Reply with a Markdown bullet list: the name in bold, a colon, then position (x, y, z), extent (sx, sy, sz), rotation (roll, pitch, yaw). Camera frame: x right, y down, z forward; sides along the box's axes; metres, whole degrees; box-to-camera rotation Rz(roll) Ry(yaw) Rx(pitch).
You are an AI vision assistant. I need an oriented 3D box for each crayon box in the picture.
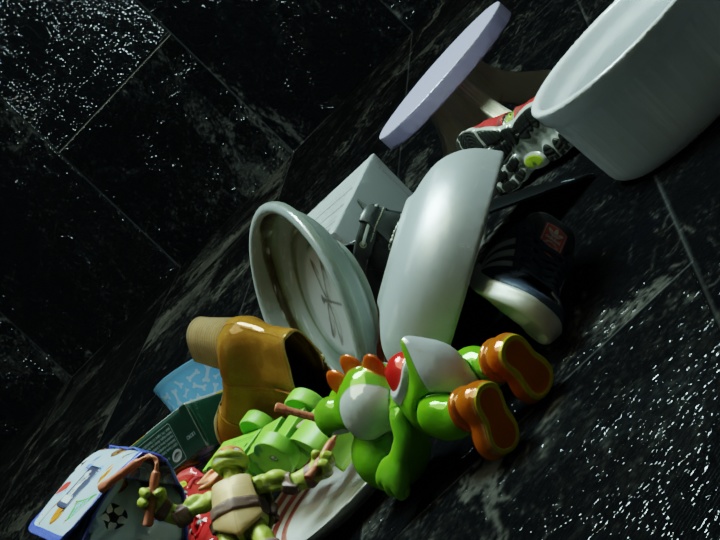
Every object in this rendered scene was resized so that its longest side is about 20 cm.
- **crayon box**: position (-0.124, 0.152, 1.832), extent (0.200, 0.052, 0.126), rotation (-18, -16, -48)

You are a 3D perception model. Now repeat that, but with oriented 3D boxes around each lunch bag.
- **lunch bag**: position (-0.213, 0.248, 1.571), extent (0.170, 0.123, 0.201), rotation (170, 110, -70)

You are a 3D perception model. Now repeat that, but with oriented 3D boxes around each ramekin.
- **ramekin**: position (0.246, -0.169, 1.562), extent (0.200, 0.098, 0.201), rotation (-45, 11, 11)

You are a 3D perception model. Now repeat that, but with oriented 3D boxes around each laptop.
- **laptop**: position (0.113, -0.003, 1.725), extent (0.177, 0.103, 0.201), rotation (171, 116, -75)

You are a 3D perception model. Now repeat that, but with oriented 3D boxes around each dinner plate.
- **dinner plate**: position (-0.013, 0.168, 1.539), extent (0.200, 0.024, 0.200), rotation (-46, 10, 11)

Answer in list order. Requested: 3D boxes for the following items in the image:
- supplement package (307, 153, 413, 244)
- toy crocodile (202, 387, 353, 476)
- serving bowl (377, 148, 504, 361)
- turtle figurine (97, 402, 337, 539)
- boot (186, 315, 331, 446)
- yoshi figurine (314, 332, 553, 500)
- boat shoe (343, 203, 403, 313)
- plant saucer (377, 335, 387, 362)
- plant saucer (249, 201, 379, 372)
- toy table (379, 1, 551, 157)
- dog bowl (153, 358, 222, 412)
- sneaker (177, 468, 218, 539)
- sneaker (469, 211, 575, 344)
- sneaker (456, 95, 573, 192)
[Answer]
- **supplement package**: position (-0.004, -0.011, 1.929), extent (0.117, 0.117, 0.200), rotation (-40, 12, 27)
- **toy crocodile**: position (-0.071, 0.152, 1.568), extent (0.200, 0.062, 0.068), rotation (-27, 22, 52)
- **serving bowl**: position (0.056, -0.006, 1.474), extent (0.200, 0.065, 0.201), rotation (16, -90, -87)
- **turtle figurine**: position (-0.103, 0.198, 1.456), extent (0.199, 0.065, 0.162), rotation (-13, 51, 2)
- **boot**: position (-0.067, 0.125, 1.638), extent (0.144, 0.202, 0.071), rotation (11, 46, 45)
- **yoshi figurine**: position (0.052, 0.113, 1.369), extent (0.199, 0.112, 0.113), rotation (-13, 73, 48)
- **boat shoe**: position (0.000, 0.000, 1.678), extent (0.200, 0.067, 0.072), rotation (126, 161, -58)
- **plant saucer**: position (0.048, 0.020, 1.669), extent (0.200, 0.032, 0.201), rotation (-162, 90, -77)
- **plant saucer**: position (-0.030, 0.030, 1.617), extent (0.050, 0.201, 0.200), rotation (-21, 0, -22)
- **toy table**: position (0.127, -0.182, 2.055), extent (0.200, 0.117, 0.184), rotation (-47, 10, 4)
- **dog bowl**: position (-0.117, 0.105, 1.901), extent (0.199, 0.050, 0.111), rotation (-18, -15, -43)
- **sneaker**: position (-0.146, 0.225, 1.651), extent (0.077, 0.085, 0.200), rotation (-48, 10, 0)
- **sneaker**: position (0.133, -0.002, 1.444), extent (0.085, 0.075, 0.200), rotation (-51, 9, 3)
- **sneaker**: position (0.174, -0.137, 1.861), extent (0.085, 0.077, 0.200), rotation (-40, 12, -32)
